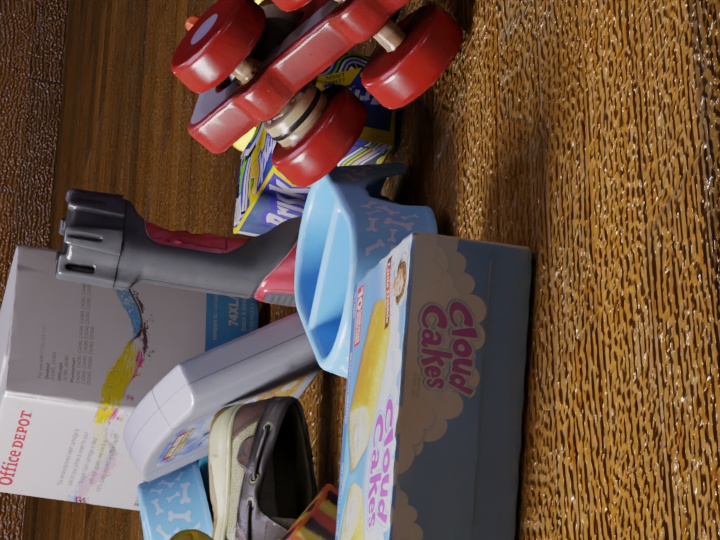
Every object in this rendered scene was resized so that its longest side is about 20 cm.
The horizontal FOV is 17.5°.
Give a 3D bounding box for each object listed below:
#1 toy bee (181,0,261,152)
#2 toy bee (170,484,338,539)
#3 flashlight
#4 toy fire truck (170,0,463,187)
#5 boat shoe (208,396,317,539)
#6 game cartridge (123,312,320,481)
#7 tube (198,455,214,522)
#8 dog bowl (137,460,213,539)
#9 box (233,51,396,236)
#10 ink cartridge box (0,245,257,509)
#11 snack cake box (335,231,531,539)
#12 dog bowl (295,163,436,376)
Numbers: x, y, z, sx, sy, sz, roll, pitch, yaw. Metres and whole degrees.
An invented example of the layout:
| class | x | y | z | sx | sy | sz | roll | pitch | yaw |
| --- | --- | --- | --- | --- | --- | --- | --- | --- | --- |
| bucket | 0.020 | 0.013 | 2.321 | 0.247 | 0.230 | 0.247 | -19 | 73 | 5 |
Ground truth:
| class | x | y | z | sx | sy | sz | roll | pitch | yaw |
| --- | --- | --- | --- | --- | --- | --- | --- | --- | --- |
| toy bee | -0.082 | -0.154 | 1.778 | 0.200 | 0.108 | 0.132 | -133 | 51 | -74 |
| toy bee | -0.067 | 0.227 | 1.412 | 0.109 | 0.130 | 0.201 | -51 | -22 | -62 |
| flashlight | -0.100 | -0.017 | 1.553 | 0.068 | 0.198 | 0.068 | -115 | 37 | -69 |
| toy fire truck | -0.022 | -0.159 | 1.425 | 0.200 | 0.112 | 0.168 | -38 | 21 | 30 |
| boat shoe | -0.057 | 0.177 | 1.532 | 0.065 | 0.073 | 0.201 | -25 | 66 | 36 |
| game cartridge | -0.099 | 0.093 | 1.646 | 0.042 | 0.133 | 0.200 | 58 | 157 | 10 |
| tube | -0.083 | 0.188 | 1.693 | 0.078 | 0.050 | 0.200 | 60 | -177 | -25 |
| dog bowl | -0.135 | 0.221 | 1.775 | 0.200 | 0.049 | 0.112 | 94 | 163 | -61 |
| box | -0.032 | -0.081 | 1.589 | 0.200 | 0.070 | 0.065 | 128 | 149 | -66 |
| ink cartridge box | -0.194 | 0.091 | 1.868 | 0.147 | 0.198 | 0.147 | 115 | 159 | -51 |
| snack cake box | 0.034 | 0.093 | 1.185 | 0.115 | 0.067 | 0.202 | 133 | 143 | -70 |
| dog bowl | 0.000 | 0.000 | 1.405 | 0.200 | 0.049 | 0.112 | -117 | 38 | -68 |
